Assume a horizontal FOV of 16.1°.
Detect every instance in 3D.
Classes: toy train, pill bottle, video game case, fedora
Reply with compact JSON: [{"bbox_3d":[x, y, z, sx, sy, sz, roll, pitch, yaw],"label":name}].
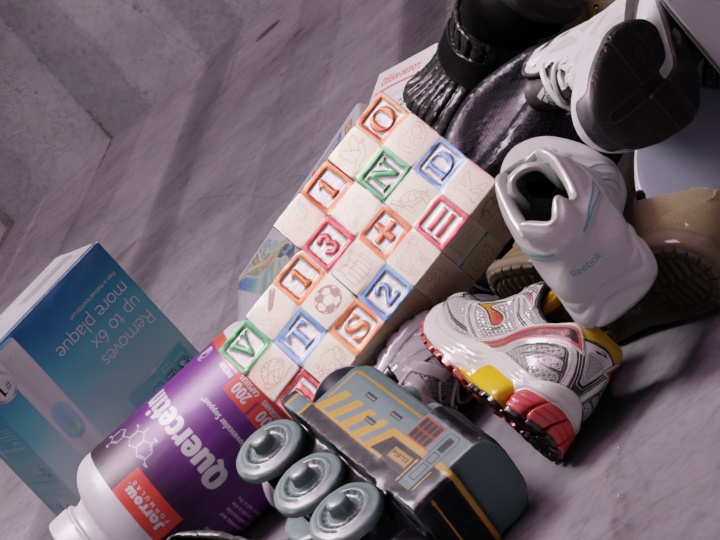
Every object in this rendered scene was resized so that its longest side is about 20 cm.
[{"bbox_3d":[0.010,0.118,1.459,0.114,0.085,0.200,-41,30,-10],"label":"toy train"},{"bbox_3d":[-0.115,0.136,1.754,0.200,0.113,0.112,-42,13,0],"label":"pill bottle"},{"bbox_3d":[-0.041,-0.004,1.961,0.200,0.022,0.183,-55,21,31],"label":"video game case"},{"bbox_3d":[0.120,-0.084,1.717,0.200,0.092,0.201,-34,34,27],"label":"fedora"}]

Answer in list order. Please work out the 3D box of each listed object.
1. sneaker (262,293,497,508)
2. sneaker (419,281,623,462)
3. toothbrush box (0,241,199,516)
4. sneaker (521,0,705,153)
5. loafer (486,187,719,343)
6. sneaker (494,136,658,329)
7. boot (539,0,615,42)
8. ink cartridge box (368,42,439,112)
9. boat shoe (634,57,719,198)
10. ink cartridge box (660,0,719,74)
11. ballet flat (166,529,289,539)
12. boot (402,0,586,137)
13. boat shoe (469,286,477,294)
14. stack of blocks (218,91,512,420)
[{"bbox_3d":[0.035,0.096,1.594,0.200,0.075,0.082,-42,47,-20],"label":"sneaker"},{"bbox_3d":[0.099,0.048,1.499,0.082,0.078,0.200,-48,22,-2],"label":"sneaker"},{"bbox_3d":[-0.189,0.103,1.880,0.146,0.200,0.085,-47,15,-23],"label":"toothbrush box"},{"bbox_3d":[0.147,-0.108,1.574,0.115,0.076,0.201,-32,13,34],"label":"sneaker"},{"bbox_3d":[0.156,-0.003,1.512,0.200,0.076,0.067,-7,35,51],"label":"loafer"},{"bbox_3d":[0.112,-0.043,1.457,0.070,0.080,0.200,-40,23,8],"label":"sneaker"},{"bbox_3d":[0.199,-0.169,1.835,0.199,0.073,0.156,-19,30,19],"label":"boot"},{"bbox_3d":[0.045,-0.099,1.979,0.116,0.067,0.201,-20,48,65],"label":"ink cartridge box"},{"bbox_3d":[0.213,-0.094,1.637,0.066,0.070,0.201,93,-172,-52],"label":"boat shoe"},{"bbox_3d":[0.291,-0.212,1.604,0.146,0.146,0.200,-34,16,32],"label":"ink cartridge box"},{"bbox_3d":[-0.071,0.189,1.579,0.067,0.057,0.200,-49,15,-26],"label":"ballet flat"},{"bbox_3d":[0.091,-0.156,1.809,0.158,0.079,0.211,-60,2,16],"label":"boot"},{"bbox_3d":[0.067,-0.035,1.832,0.075,0.075,0.202,-32,12,32],"label":"boat shoe"},{"bbox_3d":[0.000,0.000,1.651,0.115,0.059,0.200,39,91,33],"label":"stack of blocks"}]
